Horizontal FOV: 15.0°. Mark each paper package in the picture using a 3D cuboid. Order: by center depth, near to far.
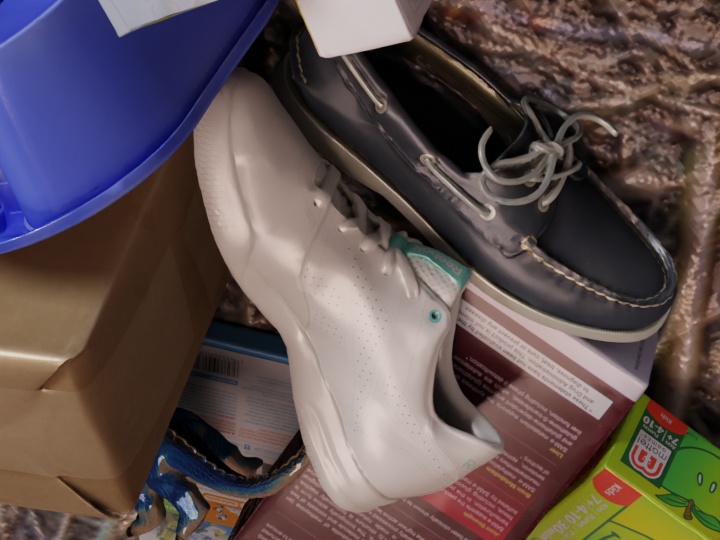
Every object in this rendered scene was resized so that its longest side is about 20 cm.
[{"bbox_3d":[-0.158,-0.011,1.164,0.189,0.201,0.104,6,140,17],"label":"paper package"}]

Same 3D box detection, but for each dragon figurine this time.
[{"bbox_3d":[-0.099,0.068,1.238,0.100,0.059,0.200,53,159,-15],"label":"dragon figurine"}]

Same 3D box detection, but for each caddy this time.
[{"bbox_3d":[-0.115,-0.088,1.087,0.141,0.200,0.105,-6,128,38],"label":"caddy"}]

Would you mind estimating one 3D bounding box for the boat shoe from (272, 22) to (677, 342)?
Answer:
[{"bbox_3d":[0.056,-0.047,1.153,0.200,0.075,0.062,39,139,2],"label":"boat shoe"}]

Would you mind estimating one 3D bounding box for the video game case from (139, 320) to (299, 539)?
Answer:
[{"bbox_3d":[-0.039,0.118,1.332,0.142,0.018,0.201,13,126,11],"label":"video game case"}]

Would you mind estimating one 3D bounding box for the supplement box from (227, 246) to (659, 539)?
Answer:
[{"bbox_3d":[0.034,0.081,1.231,0.109,0.061,0.200,34,116,-5],"label":"supplement box"}]

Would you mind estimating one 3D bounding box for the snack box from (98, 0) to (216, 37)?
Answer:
[{"bbox_3d":[-0.071,-0.209,1.005,0.067,0.200,0.169,-16,117,29],"label":"snack box"}]

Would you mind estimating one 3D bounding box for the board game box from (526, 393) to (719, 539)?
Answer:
[{"bbox_3d":[0.175,0.149,1.242,0.200,0.048,0.102,36,142,-6],"label":"board game box"}]

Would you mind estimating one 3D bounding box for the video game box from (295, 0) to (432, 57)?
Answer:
[{"bbox_3d":[-0.009,-0.209,0.994,0.047,0.182,0.201,-9,119,28],"label":"video game box"}]

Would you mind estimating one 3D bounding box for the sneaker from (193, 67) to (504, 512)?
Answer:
[{"bbox_3d":[0.000,0.000,1.143,0.088,0.075,0.201,-17,108,23],"label":"sneaker"}]
